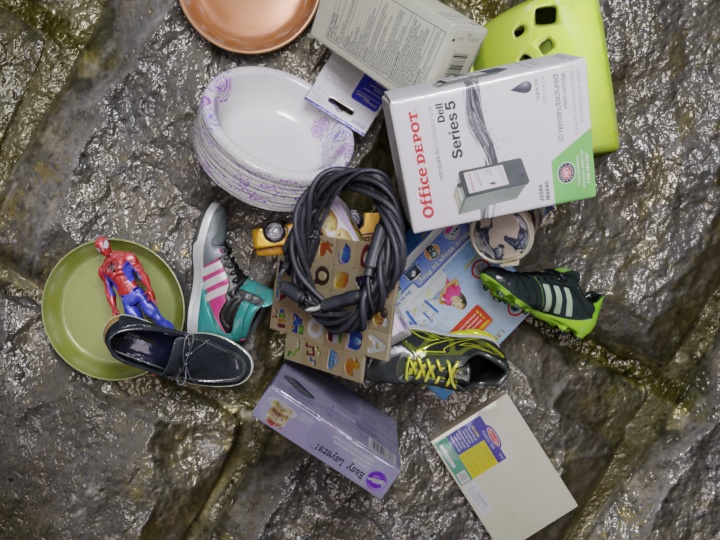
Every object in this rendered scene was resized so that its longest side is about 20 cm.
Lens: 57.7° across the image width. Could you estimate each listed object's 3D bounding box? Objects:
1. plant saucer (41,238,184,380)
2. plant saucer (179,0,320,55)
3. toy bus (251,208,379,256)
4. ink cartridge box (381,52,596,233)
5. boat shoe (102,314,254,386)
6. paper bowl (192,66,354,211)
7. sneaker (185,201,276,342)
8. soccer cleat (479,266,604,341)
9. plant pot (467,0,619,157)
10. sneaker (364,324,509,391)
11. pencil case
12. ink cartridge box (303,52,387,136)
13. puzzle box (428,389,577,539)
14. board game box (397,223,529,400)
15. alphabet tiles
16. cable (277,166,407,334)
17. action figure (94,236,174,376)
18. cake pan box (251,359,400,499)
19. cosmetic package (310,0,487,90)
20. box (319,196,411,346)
[{"bbox_3d":[-0.346,0.054,0.928,0.199,0.031,0.201,0,95,-2],"label":"plant saucer"},{"bbox_3d":[-0.150,-0.394,0.896,0.199,0.037,0.201,0,93,-1],"label":"plant saucer"},{"bbox_3d":[-0.045,-0.041,0.907,0.199,0.065,0.079,-9,96,0],"label":"toy bus"},{"bbox_3d":[0.135,-0.135,0.698,0.199,0.084,0.146,-12,112,2],"label":"ink cartridge box"},{"bbox_3d":[-0.236,0.111,0.851,0.200,0.062,0.075,20,95,-16],"label":"boat shoe"},{"bbox_3d":[-0.117,-0.160,0.849,0.200,0.201,0.104,34,136,-3],"label":"paper bowl"},{"bbox_3d":[-0.168,0.011,0.898,0.120,0.084,0.201,8,102,4],"label":"sneaker"},{"bbox_3d":[0.238,0.025,0.857,0.200,0.067,0.081,25,90,-28],"label":"soccer cleat"},{"bbox_3d":[0.201,-0.225,0.835,0.181,0.200,0.200,-10,94,8],"label":"plant pot"},{"bbox_3d":[0.098,0.113,0.830,0.199,0.085,0.075,-4,108,-14],"label":"sneaker"},{"bbox_3d":[0.197,-0.069,0.839,0.078,0.200,0.090,-24,98,29],"label":"pencil case"},{"bbox_3d":[0.013,-0.281,0.884,0.095,0.037,0.200,31,77,-3],"label":"ink cartridge box"},{"bbox_3d":[0.207,0.291,0.951,0.133,0.025,0.200,-32,93,2],"label":"puzzle box"},{"bbox_3d":[0.111,0.041,0.887,0.200,0.056,0.196,-45,114,2],"label":"board game box"},{"bbox_3d":[-0.038,0.042,0.811,0.200,0.006,0.167,10,95,39],"label":"alphabet tiles"},{"bbox_3d":[-0.020,-0.025,0.761,0.163,0.051,0.200,45,115,30],"label":"cable"},{"bbox_3d":[-0.305,0.043,0.891,0.065,0.052,0.200,-29,92,6],"label":"action figure"},{"bbox_3d":[-0.035,0.197,0.865,0.200,0.184,0.052,33,97,-3],"label":"cake pan box"},{"bbox_3d":[0.039,-0.281,0.773,0.200,0.071,0.105,44,127,27],"label":"cosmetic package"},{"bbox_3d":[0.000,0.000,0.817,0.041,0.039,0.200,-29,69,11],"label":"box"}]
